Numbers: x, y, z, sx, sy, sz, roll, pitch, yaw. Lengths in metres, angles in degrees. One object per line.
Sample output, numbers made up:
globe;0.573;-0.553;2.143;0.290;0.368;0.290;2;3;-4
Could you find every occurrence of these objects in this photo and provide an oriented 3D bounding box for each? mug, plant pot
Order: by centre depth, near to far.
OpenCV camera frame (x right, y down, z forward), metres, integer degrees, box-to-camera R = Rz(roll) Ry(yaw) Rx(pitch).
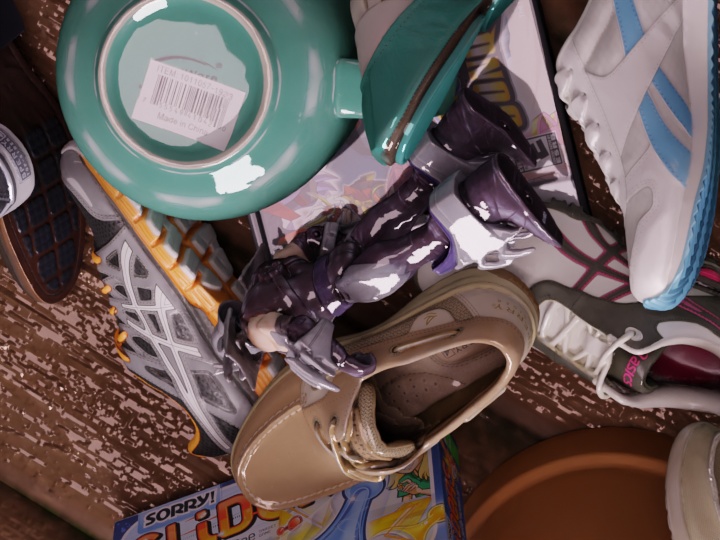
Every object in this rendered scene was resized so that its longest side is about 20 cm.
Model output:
mug;-0.062;-0.109;1.067;0.185;0.114;0.152;-27;96;13
plant pot;0.131;0.196;1.115;0.199;0.140;0.201;2;101;9

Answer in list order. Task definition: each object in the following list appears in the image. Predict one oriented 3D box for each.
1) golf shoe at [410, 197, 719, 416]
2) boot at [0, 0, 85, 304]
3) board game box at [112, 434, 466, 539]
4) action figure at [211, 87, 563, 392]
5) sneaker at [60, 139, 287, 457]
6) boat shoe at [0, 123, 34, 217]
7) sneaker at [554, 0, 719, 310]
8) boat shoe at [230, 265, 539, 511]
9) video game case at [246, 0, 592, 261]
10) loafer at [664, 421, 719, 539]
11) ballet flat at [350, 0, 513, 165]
golf shoe;0.121;0.021;1.091;0.199;0.088;0.077;14;120;0
boot;-0.218;-0.075;1.162;0.097;0.075;0.201;0;114;35
board game box;-0.041;0.159;1.136;0.199;0.136;0.035;-21;123;12
action figure;0.000;0.000;1.056;0.200;0.130;0.069;-34;121;23
sneaker;-0.106;0.017;1.148;0.077;0.078;0.200;-33;96;19
boat shoe;-0.247;-0.015;1.124;0.200;0.068;0.072;-25;105;46
sneaker;0.141;-0.078;1.074;0.080;0.077;0.201;-1;77;11
boat shoe;0.004;0.070;1.080;0.071;0.065;0.200;43;120;-15
video game case;0.013;-0.099;1.129;0.180;0.026;0.201;-13;100;11
loafer;0.210;0.160;1.026;0.068;0.076;0.201;-32;68;34
ballet flat;0.036;-0.130;1.029;0.070;0.200;0.067;32;145;5
